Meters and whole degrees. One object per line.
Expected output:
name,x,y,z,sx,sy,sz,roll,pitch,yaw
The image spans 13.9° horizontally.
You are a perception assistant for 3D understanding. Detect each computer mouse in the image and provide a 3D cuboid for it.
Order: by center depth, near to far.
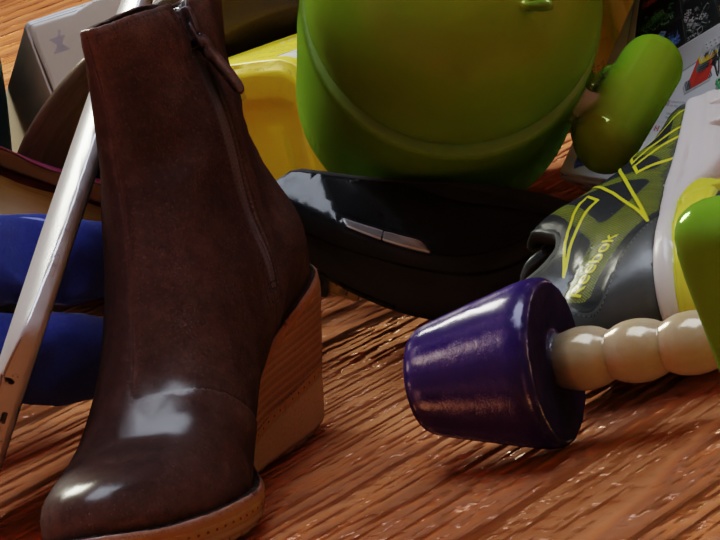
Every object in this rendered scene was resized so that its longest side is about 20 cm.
computer mouse,0.000,0.000,1.184,0.199,0.046,0.140,8,-16,10

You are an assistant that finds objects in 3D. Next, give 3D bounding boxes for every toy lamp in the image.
toy lamp,0.110,0.022,0.932,0.199,0.058,0.058,-8,13,22

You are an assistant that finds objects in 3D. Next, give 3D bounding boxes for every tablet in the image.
tablet,-0.106,-0.017,1.059,0.014,0.130,0.200,18,52,-6

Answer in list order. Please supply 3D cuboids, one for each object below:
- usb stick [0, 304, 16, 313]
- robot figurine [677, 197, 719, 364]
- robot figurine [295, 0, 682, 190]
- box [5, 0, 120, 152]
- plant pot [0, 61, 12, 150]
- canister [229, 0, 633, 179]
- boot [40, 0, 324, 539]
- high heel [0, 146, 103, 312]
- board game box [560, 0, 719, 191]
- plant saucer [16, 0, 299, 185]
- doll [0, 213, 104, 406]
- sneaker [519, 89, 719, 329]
usb stick,-0.253,0.027,1.436,0.199,0.033,0.055,-12,11,13
robot figurine,0.185,-0.005,0.762,0.199,0.116,0.175,-4,25,39
robot figurine,0.033,-0.089,1.154,0.116,0.175,0.200,-58,-6,-14
box,-0.138,-0.081,1.555,0.082,0.069,0.200,-19,-9,-14
plant pot,-0.249,-0.075,1.497,0.141,0.201,0.141,-15,10,3
canister,0.018,-0.081,1.356,0.200,0.087,0.148,-22,11,-37
boot,-0.073,0.001,0.981,0.072,0.167,0.200,-11,12,21
high heel,-0.152,-0.038,1.325,0.096,0.068,0.200,-17,-26,29
board game box,0.159,-0.083,1.220,0.035,0.127,0.200,25,-3,-21
plant saucer,-0.078,-0.081,1.426,0.200,0.030,0.200,-33,-18,-12
doll,-0.174,0.022,1.133,0.199,0.137,0.048,0,-13,-18
sneaker,0.099,-0.013,1.062,0.084,0.075,0.200,-13,11,13
